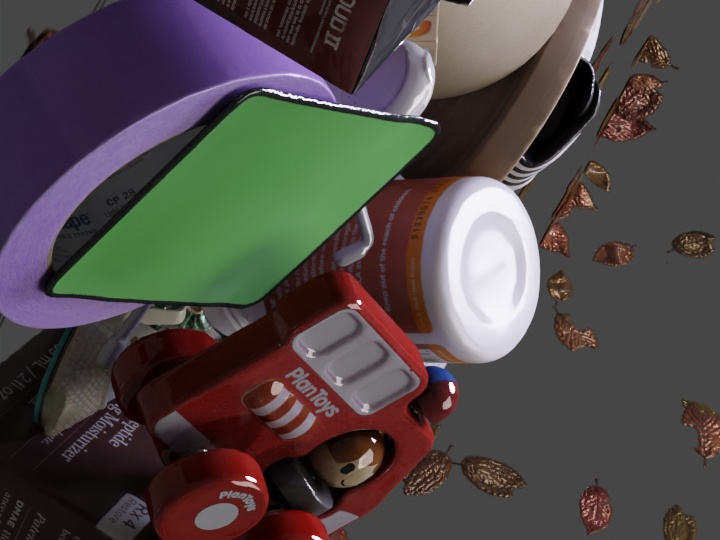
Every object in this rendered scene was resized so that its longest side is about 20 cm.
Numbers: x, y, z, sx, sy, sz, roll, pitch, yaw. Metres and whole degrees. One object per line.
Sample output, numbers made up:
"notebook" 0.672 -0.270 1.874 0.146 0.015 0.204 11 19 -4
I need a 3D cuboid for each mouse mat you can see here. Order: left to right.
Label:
"mouse mat" -0.057 -0.033 1.312 0.161 0.008 0.200 -42 159 22

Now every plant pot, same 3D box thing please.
"plant pot" 0.010 -0.206 1.443 0.187 0.187 0.200 -60 158 6
"plant pot" 0.063 -0.139 1.595 0.201 0.093 0.201 -54 -163 24

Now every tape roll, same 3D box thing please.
"tape roll" -0.112 -0.056 1.279 0.200 0.066 0.200 -30 158 -13

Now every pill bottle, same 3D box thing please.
"pill bottle" 0.000 0.000 1.552 0.112 0.200 0.112 0 90 -53

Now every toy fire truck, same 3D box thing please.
"toy fire truck" -0.033 0.089 1.435 0.168 0.112 0.200 -29 142 11

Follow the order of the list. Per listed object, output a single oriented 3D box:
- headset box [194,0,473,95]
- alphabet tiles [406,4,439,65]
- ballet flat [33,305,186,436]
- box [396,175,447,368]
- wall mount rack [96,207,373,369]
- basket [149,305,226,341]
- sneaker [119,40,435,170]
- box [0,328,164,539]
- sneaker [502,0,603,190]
"headset box" -0.026 -0.179 1.162 0.149 0.200 0.075 -49 168 -45
"alphabet tiles" -0.040 -0.141 1.391 0.200 0.167 0.008 90 -1 -69
"ballet flat" -0.141 0.028 1.547 0.200 0.062 0.067 -72 176 -46
"box" -0.017 0.004 1.864 0.200 0.199 0.131 -59 171 6
"wall mount rack" -0.092 -0.030 1.483 0.174 0.200 0.075 -20 124 -7
"basket" -0.071 0.033 1.743 0.200 0.176 0.139 -45 175 -25
"sneaker" -0.059 -0.091 1.396 0.100 0.200 0.075 51 30 -63
"box" -0.169 0.170 1.568 0.164 0.200 0.166 -64 171 29
"sneaker" 0.137 -0.140 1.684 0.115 0.076 0.201 -19 -136 60
